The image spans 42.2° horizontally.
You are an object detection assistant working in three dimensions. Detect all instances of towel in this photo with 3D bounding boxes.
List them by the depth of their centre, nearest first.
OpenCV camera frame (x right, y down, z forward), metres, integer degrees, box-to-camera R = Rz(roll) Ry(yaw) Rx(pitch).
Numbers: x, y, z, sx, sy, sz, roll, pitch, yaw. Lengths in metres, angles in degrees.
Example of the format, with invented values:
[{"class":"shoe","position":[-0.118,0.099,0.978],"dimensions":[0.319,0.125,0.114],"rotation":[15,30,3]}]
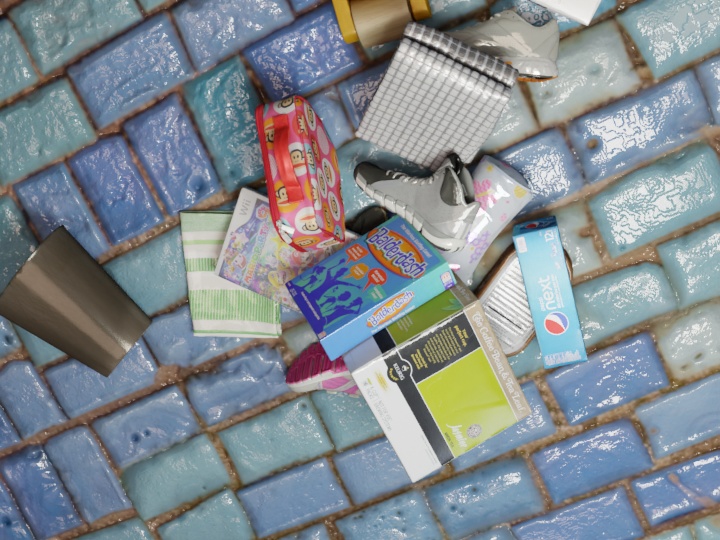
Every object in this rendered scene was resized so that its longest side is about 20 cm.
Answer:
[{"class":"towel","position":[0.101,-0.227,1.251],"dimensions":[0.165,0.086,0.200],"rotation":[23,150,-5]},{"class":"towel","position":[-0.198,0.008,1.442],"dimensions":[0.151,0.023,0.201],"rotation":[0,107,10]}]

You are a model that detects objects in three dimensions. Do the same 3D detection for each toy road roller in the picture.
[{"class":"toy road roller","position":[0.009,-0.397,1.221],"dimensions":[0.122,0.146,0.201],"rotation":[-14,104,13]}]

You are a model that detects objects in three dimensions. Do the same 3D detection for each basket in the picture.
[{"class":"basket","position":[-0.433,0.059,1.441],"dimensions":[0.200,0.136,0.180],"rotation":[39,112,-8]}]

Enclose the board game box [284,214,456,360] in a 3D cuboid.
[{"class":"board game box","position":[0.010,0.018,1.285],"dimensions":[0.199,0.152,0.045],"rotation":[-32,127,-6]}]

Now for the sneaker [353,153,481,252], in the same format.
[{"class":"sneaker","position":[0.088,-0.124,1.287],"dimensions":[0.200,0.075,0.116],"rotation":[38,115,22]}]

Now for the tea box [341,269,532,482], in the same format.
[{"class":"tea box","position":[0.098,0.141,1.287],"dimensions":[0.196,0.134,0.201],"rotation":[-28,114,-1]}]

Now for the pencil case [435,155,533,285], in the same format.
[{"class":"pencil case","position":[0.160,-0.064,1.330],"dimensions":[0.091,0.083,0.201],"rotation":[38,108,15]}]

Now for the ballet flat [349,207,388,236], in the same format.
[{"class":"ballet flat","position":[0.000,0.000,1.403],"dimensions":[0.066,0.057,0.201],"rotation":[24,105,28]}]

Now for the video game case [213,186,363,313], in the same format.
[{"class":"video game case","position":[-0.107,-0.021,1.387],"dimensions":[0.199,0.018,0.144],"rotation":[23,105,9]}]

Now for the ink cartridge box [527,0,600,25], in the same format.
[{"class":"ink cartridge box","position":[0.214,-0.391,1.190],"dimensions":[0.199,0.148,0.086],"rotation":[26,109,2]}]

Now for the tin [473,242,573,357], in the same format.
[{"class":"tin","position":[0.230,0.041,1.377],"dimensions":[0.112,0.042,0.201],"rotation":[35,109,2]}]

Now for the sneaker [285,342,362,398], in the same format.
[{"class":"sneaker","position":[-0.022,0.159,1.428],"dimensions":[0.199,0.082,0.088],"rotation":[-14,125,26]}]

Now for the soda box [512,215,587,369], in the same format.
[{"class":"soda box","position":[0.266,0.031,1.313],"dimensions":[0.064,0.068,0.201],"rotation":[-12,104,13]}]

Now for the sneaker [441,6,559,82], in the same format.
[{"class":"sneaker","position":[0.174,-0.314,1.268],"dimensions":[0.199,0.076,0.093],"rotation":[10,95,3]}]

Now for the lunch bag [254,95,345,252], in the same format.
[{"class":"lunch bag","position":[-0.083,-0.132,1.277],"dimensions":[0.081,0.176,0.201],"rotation":[-12,79,11]}]
